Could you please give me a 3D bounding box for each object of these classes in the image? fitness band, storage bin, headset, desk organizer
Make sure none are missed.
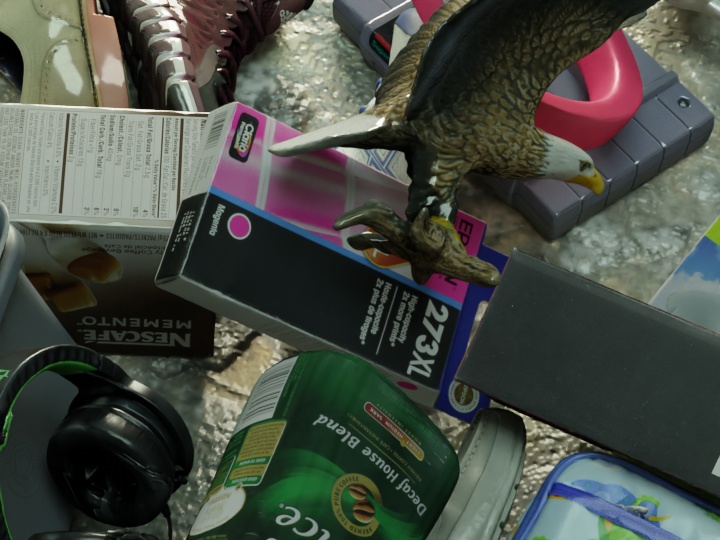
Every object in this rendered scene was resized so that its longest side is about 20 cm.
[{"bbox_3d":[0.083,-0.151,1.357,0.143,0.037,0.201,15,43,-43],"label":"fitness band"},{"bbox_3d":[-0.210,0.090,1.177,0.145,0.134,0.201,-8,48,29],"label":"storage bin"},{"bbox_3d":[-0.106,0.113,1.146,0.094,0.200,0.124,-7,58,32],"label":"headset"},{"bbox_3d":[0.155,0.066,1.204,0.199,0.077,0.072,23,85,19],"label":"desk organizer"}]

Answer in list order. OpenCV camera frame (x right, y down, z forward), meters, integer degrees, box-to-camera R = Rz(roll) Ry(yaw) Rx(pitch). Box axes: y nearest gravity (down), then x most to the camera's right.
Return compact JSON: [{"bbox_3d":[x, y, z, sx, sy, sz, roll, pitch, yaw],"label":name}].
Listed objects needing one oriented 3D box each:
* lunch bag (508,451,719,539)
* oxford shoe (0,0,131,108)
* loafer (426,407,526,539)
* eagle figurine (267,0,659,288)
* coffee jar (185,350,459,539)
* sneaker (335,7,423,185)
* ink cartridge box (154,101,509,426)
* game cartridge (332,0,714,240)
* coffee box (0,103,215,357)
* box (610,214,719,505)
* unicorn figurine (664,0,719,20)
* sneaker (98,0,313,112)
[{"bbox_3d":[0.150,0.186,1.168,0.199,0.083,0.161,27,64,12],"label":"lunch bag"},{"bbox_3d":[-0.184,-0.156,1.397,0.073,0.071,0.201,-12,57,-10],"label":"oxford shoe"},{"bbox_3d":[0.023,0.144,1.204,0.070,0.070,0.200,27,57,3],"label":"loafer"},{"bbox_3d":[0.068,-0.089,1.193,0.151,0.151,0.201,20,84,35],"label":"eagle figurine"},{"bbox_3d":[-0.035,0.139,1.111,0.104,0.085,0.200,44,50,-20],"label":"coffee jar"},{"bbox_3d":[0.006,-0.056,1.325,0.088,0.075,0.201,5,67,6],"label":"sneaker"},{"bbox_3d":[0.000,0.000,1.236,0.199,0.037,0.095,26,70,-26],"label":"ink cartridge box"},{"bbox_3d":[0.090,-0.117,1.417,0.129,0.038,0.200,-30,62,-28],"label":"game cartridge"},{"bbox_3d":[-0.172,-0.021,1.277,0.199,0.115,0.080,3,54,-4],"label":"coffee box"},{"bbox_3d":[0.214,0.034,1.264,0.122,0.048,0.200,38,87,20],"label":"box"},{"bbox_3d":[0.198,-0.187,1.437,0.137,0.074,0.200,10,17,1],"label":"unicorn figurine"},{"bbox_3d":[-0.072,-0.127,1.385,0.115,0.076,0.201,-12,56,-17],"label":"sneaker"}]
